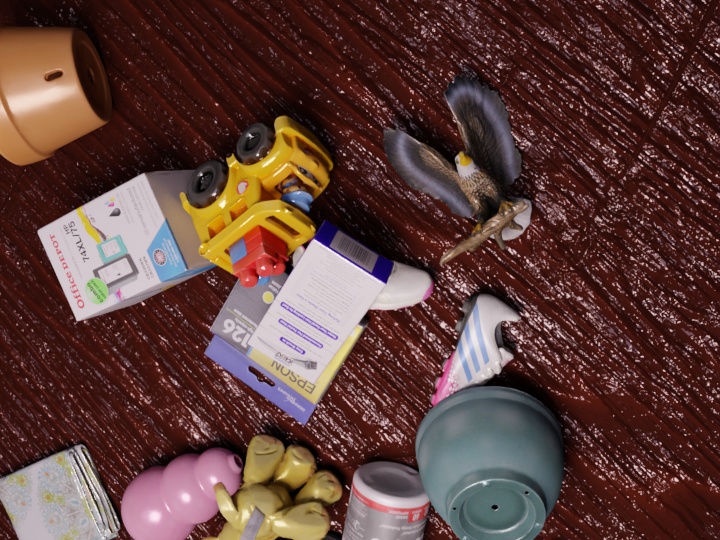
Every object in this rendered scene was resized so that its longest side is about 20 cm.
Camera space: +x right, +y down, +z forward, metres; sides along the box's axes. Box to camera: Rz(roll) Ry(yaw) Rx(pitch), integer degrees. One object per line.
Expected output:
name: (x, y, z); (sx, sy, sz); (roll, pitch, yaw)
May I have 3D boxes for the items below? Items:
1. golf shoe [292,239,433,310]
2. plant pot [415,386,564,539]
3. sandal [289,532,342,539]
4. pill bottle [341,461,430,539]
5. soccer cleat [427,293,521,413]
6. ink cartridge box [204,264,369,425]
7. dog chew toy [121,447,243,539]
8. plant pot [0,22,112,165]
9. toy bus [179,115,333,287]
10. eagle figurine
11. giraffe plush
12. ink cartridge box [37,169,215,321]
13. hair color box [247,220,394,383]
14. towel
golf shoe: (0.000, 0.000, 1.008); (0.200, 0.075, 0.092); (5, 134, 9)
plant pot: (0.169, 0.270, 0.955); (0.200, 0.134, 0.201); (2, 117, 4)
sandal: (-0.113, 0.454, 1.150); (0.200, 0.045, 0.075); (-14, 94, 19)
pill bottle: (0.030, 0.388, 1.059); (0.114, 0.114, 0.200); (13, 102, 15)
soccer cleat: (0.155, 0.131, 1.002); (0.086, 0.070, 0.200); (20, 104, 13)
ink cartridge box: (-0.120, 0.103, 1.096); (0.198, 0.047, 0.200); (33, 104, 8)
dog chew toy: (-0.268, 0.342, 1.144); (0.200, 0.125, 0.125); (-31, 89, 11)
plant pot: (-0.452, -0.264, 1.069); (0.140, 0.200, 0.200); (-12, 96, 2)
toy bus: (-0.123, -0.073, 0.977); (0.200, 0.136, 0.192); (-36, 49, 17)
eagle figurine: (0.137, -0.130, 0.953); (0.152, 0.151, 0.200); (-14, 59, -20)
giraffe plush: (-0.143, 0.367, 1.084); (0.172, 0.200, 0.162); (37, 126, 13)
ink cartridge box: (-0.323, -0.038, 1.079); (0.200, 0.146, 0.147); (-24, 91, 19)
hair color box: (-0.054, 0.045, 0.979); (0.109, 0.065, 0.200); (33, 120, -5)
towel: (-0.517, 0.403, 1.265); (0.200, 0.048, 0.171); (-25, 88, 19)
